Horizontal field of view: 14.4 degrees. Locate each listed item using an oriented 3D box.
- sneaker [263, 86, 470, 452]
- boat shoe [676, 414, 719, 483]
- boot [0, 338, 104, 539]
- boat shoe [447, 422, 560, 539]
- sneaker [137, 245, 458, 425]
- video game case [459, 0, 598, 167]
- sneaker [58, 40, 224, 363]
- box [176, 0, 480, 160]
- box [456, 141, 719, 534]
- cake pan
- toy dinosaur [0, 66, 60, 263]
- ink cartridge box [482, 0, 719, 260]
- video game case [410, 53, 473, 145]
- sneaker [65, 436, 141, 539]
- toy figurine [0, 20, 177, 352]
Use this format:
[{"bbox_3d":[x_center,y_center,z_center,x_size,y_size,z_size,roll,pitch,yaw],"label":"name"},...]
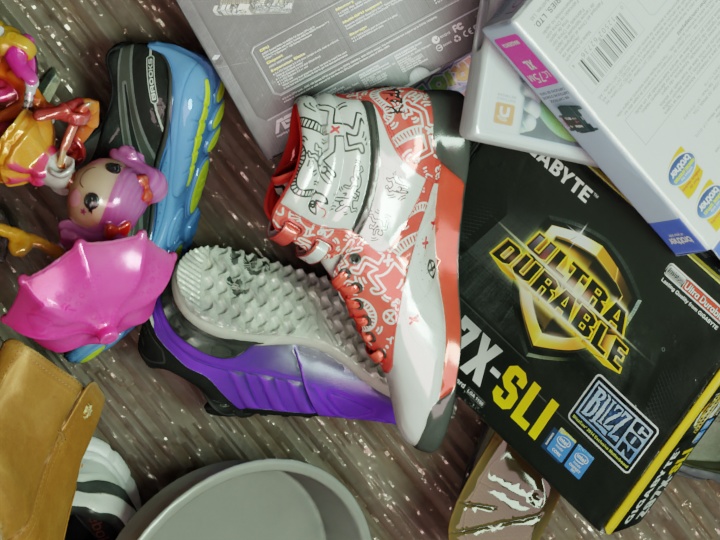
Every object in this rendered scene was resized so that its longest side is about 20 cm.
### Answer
[{"bbox_3d":[0.000,-0.001,1.560,0.107,0.067,0.203,1,102,-10],"label":"sneaker"},{"bbox_3d":[0.233,0.094,1.657,0.199,0.065,0.072,3,107,-25],"label":"boat shoe"},{"bbox_3d":[-0.178,0.137,1.600,0.070,0.145,0.201,17,156,27],"label":"boot"},{"bbox_3d":[0.109,0.083,1.676,0.073,0.065,0.201,35,88,-11],"label":"boat shoe"},{"bbox_3d":[-0.041,0.054,1.662,0.199,0.070,0.100,22,135,-23],"label":"sneaker"},{"bbox_3d":[0.158,-0.143,1.546,0.199,0.023,0.183,11,87,-24],"label":"video game case"},{"bbox_3d":[-0.137,-0.041,1.627,0.082,0.071,0.201,24,114,14],"label":"sneaker"},{"bbox_3d":[-0.004,-0.176,1.559,0.199,0.048,0.159,-28,108,7],"label":"box"},{"bbox_3d":[0.119,0.022,1.588,0.200,0.049,0.160,44,117,22],"label":"box"},{"bbox_3d":[-0.081,0.199,1.679,0.199,0.037,0.202,-17,118,-33],"label":"cake pan"},{"bbox_3d":[-0.245,-0.033,1.632,0.199,0.047,0.089,-25,103,4],"label":"toy dinosaur"},{"bbox_3d":[0.167,-0.097,1.511,0.200,0.042,0.119,47,66,-14],"label":"ink cartridge box"},{"bbox_3d":[0.004,-0.135,1.612,0.143,0.018,0.201,-30,109,9],"label":"video game case"},{"bbox_3d":[-0.138,0.199,1.706,0.073,0.080,0.201,-29,111,8],"label":"sneaker"},{"bbox_3d":[-0.179,-0.042,1.542,0.183,0.201,0.150,30,153,4],"label":"toy figurine"}]
